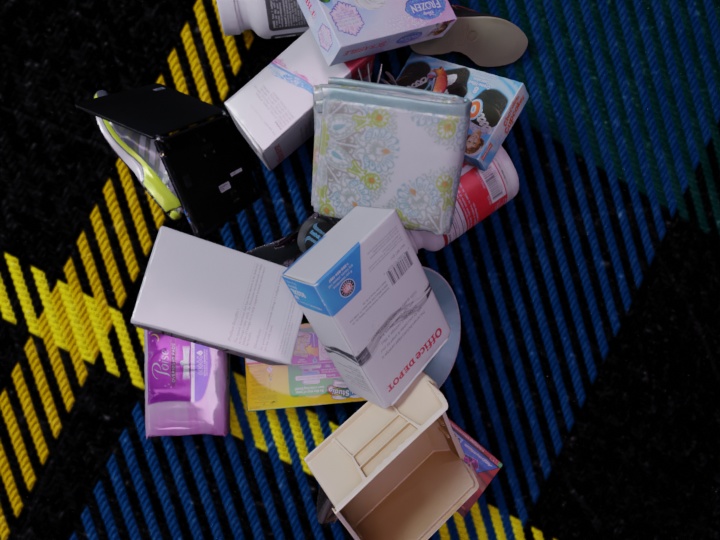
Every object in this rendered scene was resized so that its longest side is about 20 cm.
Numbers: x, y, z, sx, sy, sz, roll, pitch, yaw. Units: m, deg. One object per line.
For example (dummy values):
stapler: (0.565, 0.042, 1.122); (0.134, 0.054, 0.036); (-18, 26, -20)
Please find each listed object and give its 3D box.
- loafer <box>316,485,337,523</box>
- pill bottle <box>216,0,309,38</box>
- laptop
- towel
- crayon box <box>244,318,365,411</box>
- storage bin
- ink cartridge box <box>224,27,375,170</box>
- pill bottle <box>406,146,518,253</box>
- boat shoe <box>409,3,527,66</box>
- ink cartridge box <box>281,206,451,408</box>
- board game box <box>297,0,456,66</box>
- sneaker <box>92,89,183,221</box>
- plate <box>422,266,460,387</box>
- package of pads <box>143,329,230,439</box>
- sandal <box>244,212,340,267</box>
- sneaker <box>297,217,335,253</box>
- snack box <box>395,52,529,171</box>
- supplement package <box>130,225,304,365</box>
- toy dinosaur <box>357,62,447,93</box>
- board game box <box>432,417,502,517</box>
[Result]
loafer: (0.000, 0.294, 0.870); (0.070, 0.073, 0.203); (28, 104, -12)
pill bottle: (-0.100, -0.388, 0.825); (0.194, 0.116, 0.119); (-9, 93, -6)
laptop: (-0.246, -0.155, 0.801); (0.101, 0.178, 0.204); (-12, 110, 24)
towel: (0.032, -0.143, 0.754); (0.194, 0.048, 0.175); (10, 121, 6)
crayon box: (-0.071, 0.132, 0.874); (0.194, 0.058, 0.122); (-4, 93, -6)
storage bin: (0.053, 0.269, 0.796); (0.197, 0.093, 0.202); (-38, 131, -15)
ink cartridge box: (-0.079, -0.242, 0.816); (0.199, 0.148, 0.086); (-40, 92, -4)
pill bottle: (0.120, -0.102, 0.859); (0.198, 0.112, 0.114); (-34, 95, -3)
boat shoe: (0.155, -0.350, 0.874); (0.196, 0.075, 0.064); (0, 48, -18)
ink cartridge box: (0.014, 0.045, 0.752); (0.145, 0.083, 0.203); (-43, 121, -26)
board game box: (0.001, -0.375, 0.747); (0.197, 0.041, 0.203); (-26, 88, -30)
sneaker: (-0.297, -0.171, 0.842); (0.081, 0.074, 0.202); (-39, 103, -10)
plate: (0.071, 0.095, 0.873); (0.196, 0.025, 0.206); (-4, 96, -37)
package of pads: (-0.245, 0.134, 0.848); (0.117, 0.076, 0.206); (0, 92, -9)
sandal: (-0.088, -0.029, 0.872); (0.197, 0.048, 0.077); (-30, 95, -4)
sneaker: (0.000, 0.000, 0.844); (0.198, 0.082, 0.074); (29, 90, -31)
snack box: (0.121, -0.226, 0.832); (0.198, 0.037, 0.118); (31, 89, 37)
supplement package: (-0.177, 0.040, 0.762); (0.195, 0.117, 0.120); (19, 77, -15)
toy dinosaur: (0.048, -0.203, 0.825); (0.178, 0.106, 0.203); (-1, 126, 33)
board game box: (0.115, 0.277, 0.919); (0.199, 0.019, 0.104); (40, 89, -6)
